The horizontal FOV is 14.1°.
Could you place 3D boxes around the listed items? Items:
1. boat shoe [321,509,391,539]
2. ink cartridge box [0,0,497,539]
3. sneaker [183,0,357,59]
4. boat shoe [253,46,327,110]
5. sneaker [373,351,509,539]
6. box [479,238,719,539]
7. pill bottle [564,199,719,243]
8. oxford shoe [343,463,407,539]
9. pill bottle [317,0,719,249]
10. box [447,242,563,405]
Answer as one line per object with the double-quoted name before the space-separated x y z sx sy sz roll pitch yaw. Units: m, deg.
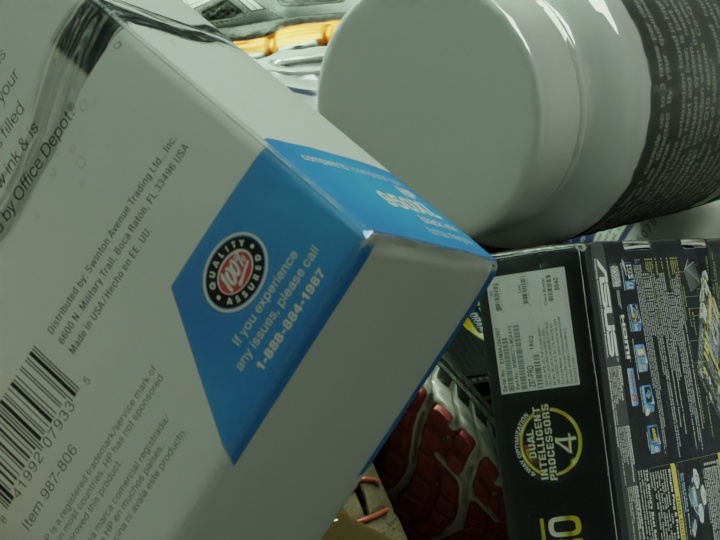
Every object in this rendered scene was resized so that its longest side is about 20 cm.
"boat shoe" -0.036 0.099 0.939 0.200 0.065 0.072 33 24 30
"ink cartridge box" -0.082 -0.005 0.867 0.200 0.145 0.084 41 15 27
"sneaker" -0.071 -0.100 1.305 0.199 0.079 0.078 2 44 0
"boat shoe" -0.028 -0.053 1.163 0.199 0.074 0.065 -2 35 -35
"sneaker" 0.004 0.015 1.063 0.082 0.078 0.200 -34 81 -38
"box" 0.105 0.089 1.058 0.049 0.201 0.161 -9 -2 29
"pill bottle" 0.111 -0.050 1.276 0.111 0.111 0.200 14 26 -47
"oxford shoe" -0.020 0.081 1.007 0.200 0.075 0.070 39 24 20
"pill bottle" 0.077 -0.069 1.095 0.113 0.113 0.200 40 27 21
"box" 0.000 0.000 1.187 0.159 0.044 0.200 -7 40 -22
